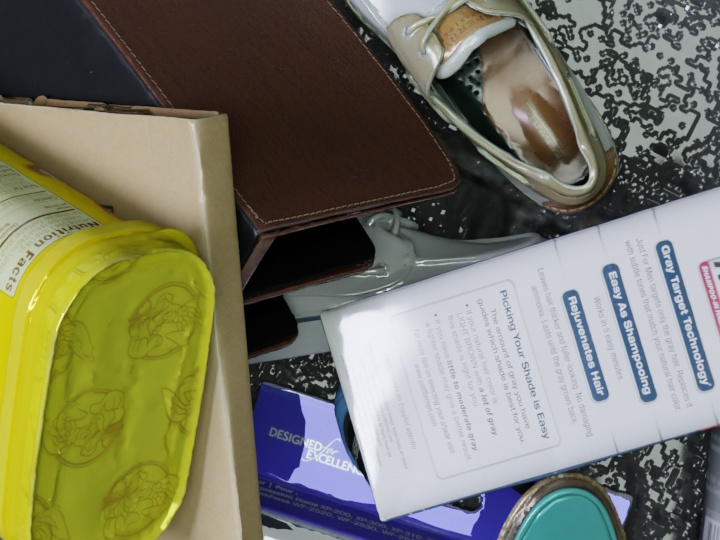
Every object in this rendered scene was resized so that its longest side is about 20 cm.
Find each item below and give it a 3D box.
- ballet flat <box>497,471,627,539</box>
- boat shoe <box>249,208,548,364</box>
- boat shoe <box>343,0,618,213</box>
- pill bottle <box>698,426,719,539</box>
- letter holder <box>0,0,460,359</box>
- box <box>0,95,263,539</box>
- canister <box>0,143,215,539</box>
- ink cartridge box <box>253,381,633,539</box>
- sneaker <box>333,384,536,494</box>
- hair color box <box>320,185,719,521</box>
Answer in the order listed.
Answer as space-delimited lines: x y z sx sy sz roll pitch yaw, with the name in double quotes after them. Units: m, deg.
0.089 0.182 1.138 0.070 0.065 0.200 1 104 -2 "ballet flat"
0.000 0.000 1.169 0.200 0.074 0.065 -11 98 2 "boat shoe"
0.052 -0.113 1.161 0.075 0.068 0.200 -43 92 4 "boat shoe"
0.223 0.063 1.145 0.114 0.114 0.200 7 94 2 "pill bottle"
-0.069 -0.068 1.132 0.200 0.142 0.101 52 133 23 "letter holder"
-0.110 0.025 1.080 0.163 0.021 0.200 8 106 45 "box"
-0.162 0.019 1.055 0.200 0.086 0.149 31 121 39 "canister"
0.013 0.178 1.198 0.198 0.043 0.200 17 94 1 "ink cartridge box"
0.085 0.060 1.157 0.199 0.071 0.083 -20 79 20 "sneaker"
0.093 0.036 1.083 0.200 0.061 0.100 -17 87 17 "hair color box"
